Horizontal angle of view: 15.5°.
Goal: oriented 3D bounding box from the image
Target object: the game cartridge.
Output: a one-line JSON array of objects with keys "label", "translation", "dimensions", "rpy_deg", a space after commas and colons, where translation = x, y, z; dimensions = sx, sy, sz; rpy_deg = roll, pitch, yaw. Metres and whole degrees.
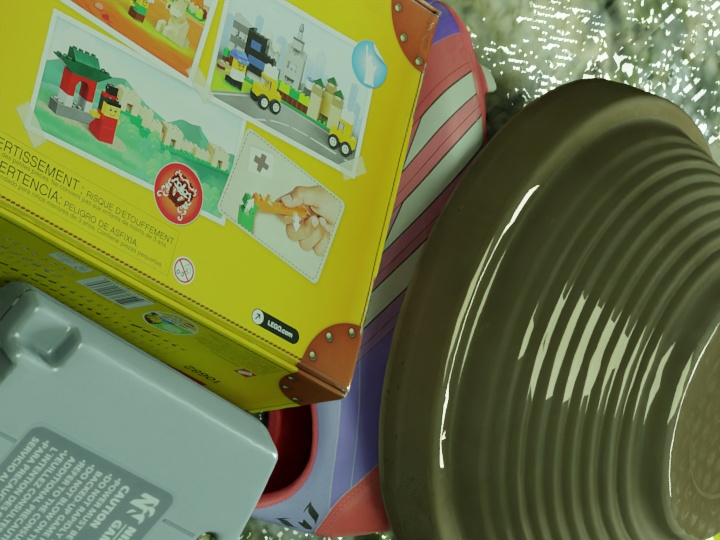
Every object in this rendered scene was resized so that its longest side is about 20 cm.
[{"label": "game cartridge", "translation": [-0.126, 0.107, 0.883], "dimensions": [0.133, 0.041, 0.200], "rpy_deg": [35, 102, -36]}]

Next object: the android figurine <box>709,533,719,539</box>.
[{"label": "android figurine", "translation": [0.135, 0.192, 1.105], "dimensions": [0.181, 0.041, 0.201], "rpy_deg": [-28, 111, -25]}]

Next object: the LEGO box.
[{"label": "LEGO box", "translation": [-0.080, -0.060, 0.868], "dimensions": [0.199, 0.077, 0.150], "rpy_deg": [30, 63, -35]}]

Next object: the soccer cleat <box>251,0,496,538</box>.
[{"label": "soccer cleat", "translation": [0.000, 0.000, 0.970], "dimensions": [0.076, 0.067, 0.202], "rpy_deg": [4, 100, -28]}]

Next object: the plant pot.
[{"label": "plant pot", "translation": [0.100, 0.037, 0.980], "dimensions": [0.200, 0.092, 0.202], "rpy_deg": [-29, 128, -45]}]
